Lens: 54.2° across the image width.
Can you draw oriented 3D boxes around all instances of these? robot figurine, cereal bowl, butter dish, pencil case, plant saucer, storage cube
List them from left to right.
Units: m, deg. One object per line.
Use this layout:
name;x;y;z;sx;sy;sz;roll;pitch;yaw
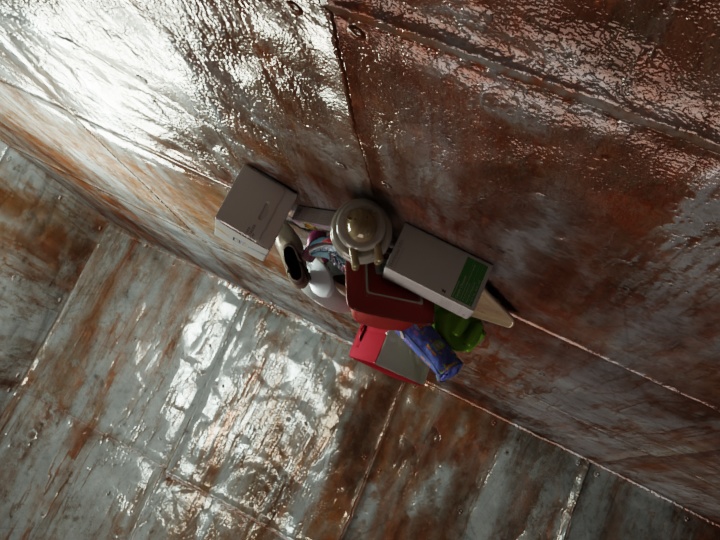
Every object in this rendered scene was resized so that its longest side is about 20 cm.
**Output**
cereal bowl;-0.090;0.027;2.031;0.197;0.084;0.201;29;-160;-12
plant saucer;0.015;0.055;1.924;0.195;0.038;0.201;12;-169;-2
butter dish;0.047;0.058;1.520;0.195;0.203;0.149;11;137;-13
storage cube;0.101;0.203;1.968;0.197;0.175;0.179;26;170;-21
pencil case;0.165;0.185;1.749;0.201;0.086;0.079;49;137;20
robot figurine;0.239;0.148;1.820;0.174;0.117;0.199;36;167;-13

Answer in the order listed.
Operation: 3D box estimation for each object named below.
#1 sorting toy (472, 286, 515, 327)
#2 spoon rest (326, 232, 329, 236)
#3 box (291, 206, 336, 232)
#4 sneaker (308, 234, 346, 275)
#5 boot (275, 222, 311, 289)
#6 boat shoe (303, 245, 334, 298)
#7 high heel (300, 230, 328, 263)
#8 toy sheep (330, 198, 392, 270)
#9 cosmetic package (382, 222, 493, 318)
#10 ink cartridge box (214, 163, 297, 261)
sorting toy;0.248;0.052;1.614;0.183;0.037;0.200;16;159;43
spoon rest;-0.033;-0.042;1.808;0.098;0.061;0.202;20;153;24
box;-0.086;-0.114;1.621;0.198;0.042;0.038;12;163;49
sneaker;-0.033;-0.028;1.611;0.195;0.098;0.079;2;168;19
boot;-0.181;-0.048;1.829;0.146;0.069;0.204;77;168;-84
boat shoe;-0.110;0.008;1.912;0.067;0.072;0.200;23;-162;-42
high heel;-0.101;-0.076;1.849;0.067;0.097;0.200;34;-170;12
toy sheep;0.002;-0.073;1.383;0.136;0.140;0.200;27;174;-3
cosmetic package;0.153;0.002;1.420;0.196;0.110;0.085;25;167;4
ink cartridge box;-0.250;-0.131;1.652;0.142;0.150;0.200;28;168;-8
